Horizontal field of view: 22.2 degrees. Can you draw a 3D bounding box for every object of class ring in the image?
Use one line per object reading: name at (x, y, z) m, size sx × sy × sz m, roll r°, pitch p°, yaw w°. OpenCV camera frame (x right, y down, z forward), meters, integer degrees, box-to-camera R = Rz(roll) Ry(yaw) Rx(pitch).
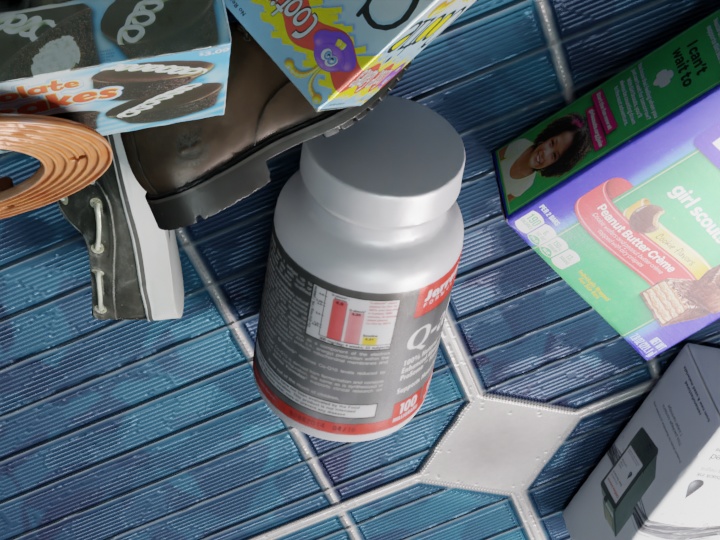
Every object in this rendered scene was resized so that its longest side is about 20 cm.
ring at (-0.222, -0.047, 0.899) m, size 0.200 × 0.019 × 0.200 m, roll -12°, pitch 170°, yaw -2°

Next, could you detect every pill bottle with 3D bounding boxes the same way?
pill bottle at (0.000, 0.000, 1.120) m, size 0.116 × 0.116 × 0.200 m, roll -4°, pitch 135°, yaw -15°

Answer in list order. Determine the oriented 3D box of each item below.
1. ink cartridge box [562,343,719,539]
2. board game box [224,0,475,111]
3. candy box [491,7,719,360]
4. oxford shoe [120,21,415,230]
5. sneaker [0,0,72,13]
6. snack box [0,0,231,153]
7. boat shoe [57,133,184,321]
ink cartridge box at (0.267, 0.159, 1.392) m, size 0.146 × 0.084 × 0.200 m, roll 9°, pitch 130°, yaw -25°
board game box at (0.029, -0.183, 0.913) m, size 0.200 × 0.103 × 0.105 m, roll -42°, pitch 87°, yaw 14°
candy box at (0.212, -0.056, 1.145) m, size 0.200 × 0.077 × 0.169 m, roll -34°, pitch 128°, yaw 20°
oxford shoe at (-0.044, -0.108, 1.003) m, size 0.200 × 0.073 × 0.084 m, roll -36°, pitch 110°, yaw -27°
sneaker at (-0.148, -0.157, 0.895) m, size 0.200 × 0.075 × 0.081 m, roll 11°, pitch 96°, yaw -68°
snack box at (-0.165, -0.090, 0.890) m, size 0.200 × 0.037 × 0.116 m, roll -11°, pitch 169°, yaw -8°
boat shoe at (-0.145, -0.046, 1.057) m, size 0.064 × 0.071 × 0.200 m, roll -5°, pitch 129°, yaw 0°
